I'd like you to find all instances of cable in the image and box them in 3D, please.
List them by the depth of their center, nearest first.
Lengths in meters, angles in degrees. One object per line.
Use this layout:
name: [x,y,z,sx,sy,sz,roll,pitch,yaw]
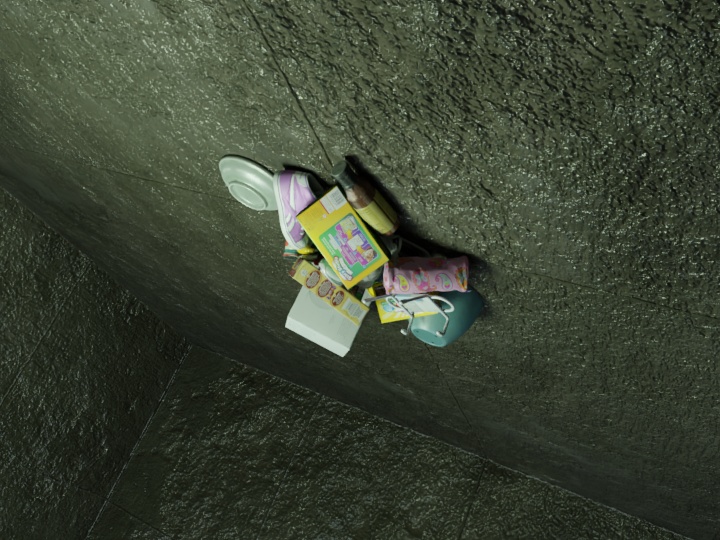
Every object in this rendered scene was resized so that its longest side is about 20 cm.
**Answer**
cable: [-0.086,-0.036,1.617,0.097,0.051,0.199,38,165,-25]

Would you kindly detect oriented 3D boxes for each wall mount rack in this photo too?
wall mount rack: [0.109,0.086,1.522,0.197,0.076,0.173,-2,146,46]

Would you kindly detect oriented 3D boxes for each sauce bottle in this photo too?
sauce bottle: [0.010,-0.152,1.406,0.065,0.067,0.200,5,148,43]

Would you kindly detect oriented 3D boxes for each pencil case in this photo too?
pencil case: [0.149,0.012,1.500,0.194,0.090,0.088,-2,158,-2]

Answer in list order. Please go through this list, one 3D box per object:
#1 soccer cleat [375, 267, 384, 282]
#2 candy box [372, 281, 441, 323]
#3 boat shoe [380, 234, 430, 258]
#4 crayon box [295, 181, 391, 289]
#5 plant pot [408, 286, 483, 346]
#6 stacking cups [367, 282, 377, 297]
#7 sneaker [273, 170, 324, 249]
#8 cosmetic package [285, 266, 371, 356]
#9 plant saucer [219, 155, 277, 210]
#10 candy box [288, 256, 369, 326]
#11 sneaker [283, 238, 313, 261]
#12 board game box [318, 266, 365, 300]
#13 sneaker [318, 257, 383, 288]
soccer cleat: [0.000,0.000,1.739,0.064,0.085,0.198,38,157,-31]
candy box: [0.112,0.066,1.638,0.198,0.026,0.105,-16,93,48]
boat shoe: [0.072,-0.058,1.537,0.196,0.075,0.065,16,152,-27]
crayon box: [-0.036,-0.076,1.464,0.202,0.118,0.058,54,-165,-9]
plant pot: [0.197,0.110,1.691,0.196,0.137,0.201,22,159,9]
stacking cups: [0.080,0.017,1.739,0.060,0.061,0.200,30,154,-12]
sneaker: [-0.127,-0.132,1.532,0.112,0.073,0.204,4,130,21]
cosmetic package: [-0.086,0.107,1.926,0.197,0.202,0.123,27,160,-1]
plant saucer: [-0.269,-0.200,1.645,0.196,0.051,0.201,23,158,9]
candy box: [-0.078,0.048,1.621,0.198,0.057,0.117,36,178,-12]
sneaker: [-0.139,-0.069,1.778,0.069,0.096,0.199,5,180,24]
board game box: [-0.055,0.027,1.790,0.133,0.035,0.200,22,-175,-4]
sneaker: [-0.019,-0.015,1.577,0.198,0.100,0.075,6,-138,-51]
